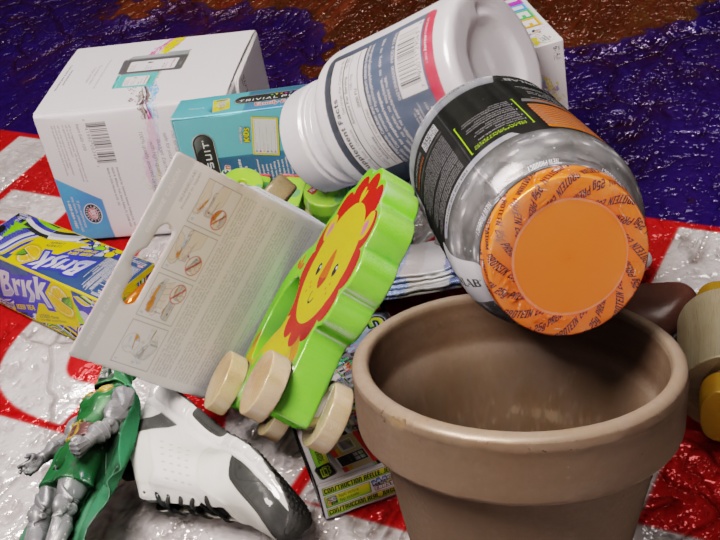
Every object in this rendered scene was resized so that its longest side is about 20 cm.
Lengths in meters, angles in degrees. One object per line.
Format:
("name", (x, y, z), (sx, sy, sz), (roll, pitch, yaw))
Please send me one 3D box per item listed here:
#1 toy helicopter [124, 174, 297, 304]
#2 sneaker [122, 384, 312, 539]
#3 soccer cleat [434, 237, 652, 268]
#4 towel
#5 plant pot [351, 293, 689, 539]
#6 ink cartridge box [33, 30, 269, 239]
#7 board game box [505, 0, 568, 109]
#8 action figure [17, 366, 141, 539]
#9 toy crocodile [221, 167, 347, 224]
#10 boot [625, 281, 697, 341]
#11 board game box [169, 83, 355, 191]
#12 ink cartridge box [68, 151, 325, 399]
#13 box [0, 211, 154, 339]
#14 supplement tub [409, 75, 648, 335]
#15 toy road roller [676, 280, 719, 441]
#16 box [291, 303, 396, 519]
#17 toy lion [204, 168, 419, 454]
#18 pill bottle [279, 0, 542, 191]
("toy helicopter", (-0.114, -0.006, 1.053), (0.079, 0.200, 0.132), (42, 27, 0))
("sneaker", (-0.112, 0.156, 0.914), (0.080, 0.074, 0.199), (-47, 41, -18))
("soccer cleat", (0.151, -0.045, 1.035), (0.197, 0.086, 0.069), (14, 17, -1))
("towel", (0.000, 0.000, 1.076), (0.196, 0.024, 0.147), (-8, 13, 8))
("plant pot", (0.094, 0.129, 0.762), (0.197, 0.177, 0.201), (-2, 22, 1))
("ink cartridge box", (-0.195, -0.136, 1.258), (0.196, 0.148, 0.147), (-3, 35, 12))
("board game box", (0.147, -0.133, 1.101), (0.034, 0.202, 0.135), (-15, 36, -6))
("action figure", (-0.207, 0.143, 0.908), (0.117, 0.055, 0.202), (-24, 34, 37))
("toy crocodile", (-0.066, -0.059, 1.105), (0.196, 0.068, 0.062), (6, 49, 9))
("boot", (0.162, -0.026, 0.947), (0.185, 0.203, 0.069), (-7, 30, 8))
("board game box", (-0.059, -0.090, 1.146), (0.196, 0.153, 0.047), (-5, 29, 10))
("ink cartridge box", (-0.118, 0.008, 0.928), (0.047, 0.199, 0.162), (31, 93, 38))
("box", (-0.265, 0.012, 1.144), (0.198, 0.071, 0.064), (20, 45, 37))
("supplement tub", (0.103, -0.043, 0.789), (0.121, 0.124, 0.200), (-14, 22, -2))
("toy road roller", (0.320, 0.031, 0.869), (0.197, 0.148, 0.124), (-2, 36, 15))
("box", (-0.006, 0.097, 0.977), (0.108, 0.035, 0.201), (-18, 36, -8))
("toy lion", (-0.027, 0.023, 0.872), (0.194, 0.068, 0.200), (-66, 15, -12))
("pill bottle", (0.034, -0.132, 0.991), (0.198, 0.120, 0.120), (-17, 25, 43))
